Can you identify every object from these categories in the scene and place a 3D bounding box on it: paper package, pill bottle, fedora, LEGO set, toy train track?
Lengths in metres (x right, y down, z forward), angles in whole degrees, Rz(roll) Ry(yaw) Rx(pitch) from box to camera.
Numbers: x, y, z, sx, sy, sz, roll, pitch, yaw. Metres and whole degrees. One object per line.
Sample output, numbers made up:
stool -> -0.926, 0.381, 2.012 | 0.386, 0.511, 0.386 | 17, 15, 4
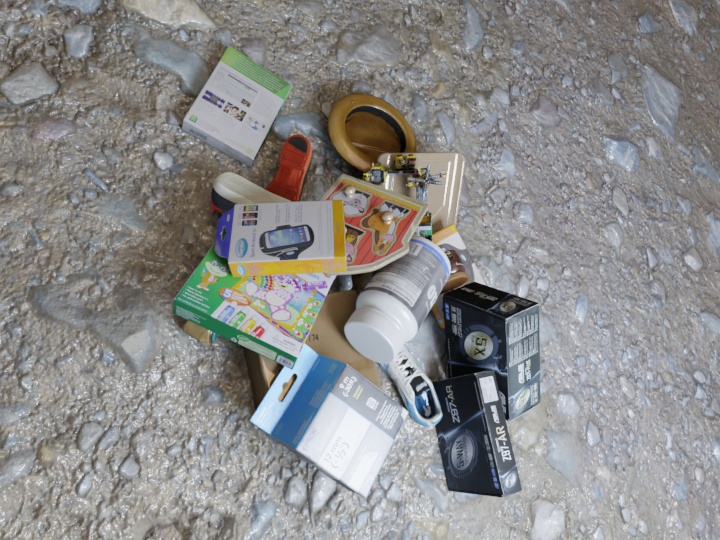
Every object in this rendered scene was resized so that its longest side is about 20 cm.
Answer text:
paper package -> -0.089, 0.145, 0.879 | 0.198, 0.103, 0.193 | -10, 79, -29
pill bottle -> 0.062, 0.047, 0.867 | 0.114, 0.114, 0.201 | 41, 57, -8
fedora -> 0.016, -0.265, 1.076 | 0.198, 0.082, 0.204 | 8, 70, -23
LEGO set -> 0.072, -0.105, 0.959 | 0.151, 0.116, 0.203 | 7, 111, 6
toy train track -> 0.000, 0.000, 0.975 | 0.032, 0.115, 0.202 | 12, 47, -26

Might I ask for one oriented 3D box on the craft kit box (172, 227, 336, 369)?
craft kit box -> -0.152, 0.025, 0.815 | 0.198, 0.049, 0.199 | 25, 46, -3

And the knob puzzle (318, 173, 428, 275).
knob puzzle -> -0.008, -0.075, 0.865 | 0.216, 0.031, 0.222 | -2, 55, 3

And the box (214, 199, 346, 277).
box -> -0.121, -0.051, 0.807 | 0.197, 0.042, 0.120 | -3, 53, 0

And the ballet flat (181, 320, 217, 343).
ballet flat -> -0.238, 0.021, 0.872 | 0.062, 0.069, 0.202 | 19, 64, -2

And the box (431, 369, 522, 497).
box -> 0.198, 0.291, 0.936 | 0.043, 0.160, 0.203 | -4, 76, -27

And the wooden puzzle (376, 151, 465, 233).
wooden puzzle -> 0.114, -0.148, 1.067 | 0.197, 0.037, 0.188 | -6, 113, -25

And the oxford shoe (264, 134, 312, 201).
oxford shoe -> -0.135, -0.147, 0.973 | 0.070, 0.073, 0.202 | 22, 84, 7

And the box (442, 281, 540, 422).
box -> 0.240, 0.143, 0.961 | 0.085, 0.163, 0.203 | -18, 112, -28

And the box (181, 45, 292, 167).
box -> -0.232, -0.316, 1.001 | 0.143, 0.036, 0.202 | 28, 65, -15

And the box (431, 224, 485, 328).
box -> 0.183, 0.022, 1.062 | 0.118, 0.041, 0.202 | -27, 84, -14

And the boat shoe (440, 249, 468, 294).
boat shoe -> 0.104, 0.024, 0.999 | 0.198, 0.071, 0.071 | -22, 65, 4

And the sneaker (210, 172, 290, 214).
sneaker -> -0.170, -0.087, 0.909 | 0.199, 0.085, 0.075 | 32, 38, -4

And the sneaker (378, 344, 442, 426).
sneaker -> 0.091, 0.195, 0.968 | 0.071, 0.072, 0.202 | -29, 86, -28

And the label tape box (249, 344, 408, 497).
label tape box -> -0.043, 0.221, 0.786 | 0.200, 0.066, 0.144 | 40, 66, -17
